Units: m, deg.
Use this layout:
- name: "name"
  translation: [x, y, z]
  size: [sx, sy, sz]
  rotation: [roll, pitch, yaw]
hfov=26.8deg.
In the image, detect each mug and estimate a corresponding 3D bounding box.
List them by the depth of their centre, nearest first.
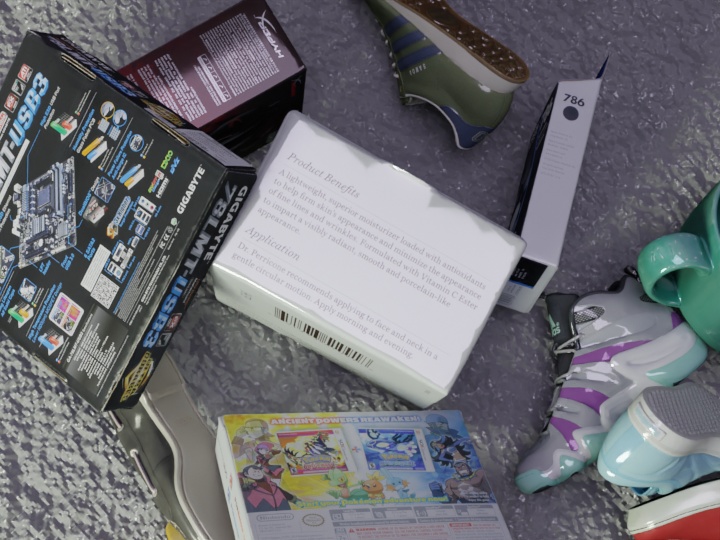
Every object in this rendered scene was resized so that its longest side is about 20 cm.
- name: "mug"
  translation: [0.312, -0.006, 1.214]
  size: [0.184, 0.115, 0.153]
  rotation: [26, 58, -2]

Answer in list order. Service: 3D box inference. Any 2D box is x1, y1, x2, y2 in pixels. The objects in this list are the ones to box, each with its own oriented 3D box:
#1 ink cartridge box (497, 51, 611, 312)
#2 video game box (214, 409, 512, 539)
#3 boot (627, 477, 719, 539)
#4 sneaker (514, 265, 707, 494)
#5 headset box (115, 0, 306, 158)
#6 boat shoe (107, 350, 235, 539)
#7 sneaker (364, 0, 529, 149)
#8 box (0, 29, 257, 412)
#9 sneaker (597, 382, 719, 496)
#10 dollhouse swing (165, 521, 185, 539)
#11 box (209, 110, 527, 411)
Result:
- name: "ink cartridge box"
  translation: [0.152, -0.075, 1.215]
  size: [0.039, 0.100, 0.201]
  rotation: [18, 65, 0]
- name: "video game box"
  translation: [0.003, 0.180, 1.116]
  size: [0.199, 0.047, 0.183]
  rotation: [1, 40, -17]
- name: "boot"
  translation: [0.318, 0.233, 1.209]
  size: [0.198, 0.072, 0.145]
  rotation: [-8, 82, -10]
- name: "sneaker"
  translation: [0.168, 0.076, 1.225]
  size: [0.200, 0.078, 0.140]
  rotation: [-38, 84, -19]
- name: "headset box"
  translation: [-0.146, -0.117, 1.190]
  size: [0.199, 0.149, 0.075]
  rotation: [-30, 82, -10]
- name: "boat shoe"
  translation: [-0.144, 0.146, 1.178]
  size: [0.067, 0.057, 0.201]
  rotation: [-10, 64, -44]
- name: "sneaker"
  translation: [0.047, -0.180, 1.257]
  size: [0.067, 0.090, 0.200]
  rotation: [-14, 50, -47]
- name: "box"
  translation: [-0.198, -0.036, 1.075]
  size: [0.198, 0.050, 0.201]
  rotation: [35, 105, 23]
- name: "sneaker"
  translation: [0.244, 0.138, 1.185]
  size: [0.082, 0.199, 0.074]
  rotation: [-47, 55, 21]
- name: "dollhouse swing"
  translation: [-0.041, 0.275, 1.189]
  size: [0.199, 0.176, 0.183]
  rotation: [-19, 123, -8]
- name: "box"
  translation: [0.000, 0.000, 1.156]
  size: [0.198, 0.200, 0.131]
  rotation: [29, 81, 1]
